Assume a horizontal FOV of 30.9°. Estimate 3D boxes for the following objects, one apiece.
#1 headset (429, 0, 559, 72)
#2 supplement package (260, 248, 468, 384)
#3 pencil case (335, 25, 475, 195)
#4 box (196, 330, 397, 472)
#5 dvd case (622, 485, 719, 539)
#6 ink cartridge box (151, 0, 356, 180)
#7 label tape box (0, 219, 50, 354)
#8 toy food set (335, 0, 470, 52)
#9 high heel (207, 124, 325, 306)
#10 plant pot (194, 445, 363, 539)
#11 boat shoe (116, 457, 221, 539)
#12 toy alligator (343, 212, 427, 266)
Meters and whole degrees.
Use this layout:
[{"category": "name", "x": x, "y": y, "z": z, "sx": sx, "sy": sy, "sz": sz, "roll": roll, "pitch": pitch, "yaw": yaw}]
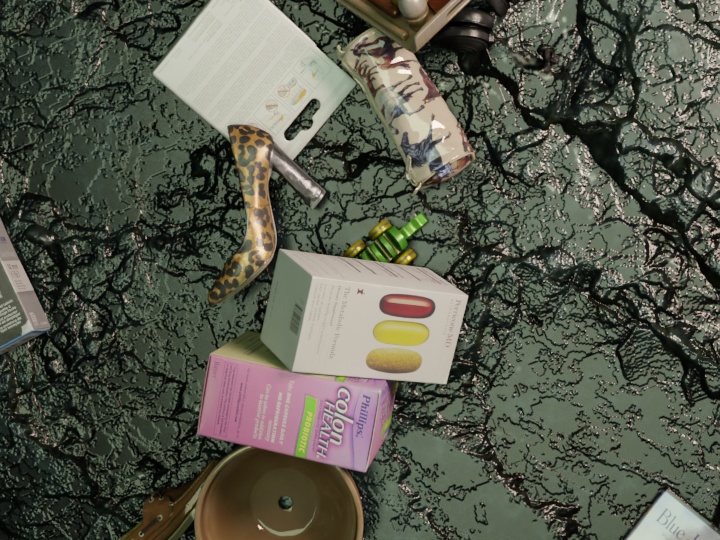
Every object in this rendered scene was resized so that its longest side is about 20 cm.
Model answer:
[{"category": "headset", "x": 0.147, "y": -0.303, "z": 1.537, "sx": 0.199, "sy": 0.094, "sz": 0.124, "roll": 36, "pitch": 96, "yaw": 22}, {"category": "supplement package", "x": 0.004, "y": 0.053, "z": 1.484, "sx": 0.198, "sy": 0.109, "sz": 0.115, "roll": 6, "pitch": 104, "yaw": -26}, {"category": "pencil case", "x": 0.051, "y": -0.193, "z": 1.536, "sx": 0.089, "sy": 0.078, "sz": 0.201, "roll": -30, "pitch": 87, "yaw": -27}, {"category": "box", "x": -0.067, "y": 0.148, "z": 1.514, "sx": 0.198, "sy": 0.176, "sz": 0.098, "roll": 11, "pitch": 97, "yaw": 7}, {"category": "dvd case", "x": 0.356, "y": 0.376, "z": 1.537, "sx": 0.142, "sy": 0.018, "sz": 0.201, "roll": 38, "pitch": 96, "yaw": 7}, {"category": "ink cartridge box", "x": -0.131, "y": -0.237, "z": 1.592, "sx": 0.200, "sy": 0.057, "sz": 0.163, "roll": 40, "pitch": 97, "yaw": -15}, {"category": "label tape box", "x": -0.499, "y": 0.016, "z": 1.635, "sx": 0.142, "sy": 0.066, "sz": 0.202, "roll": -26, "pitch": 89, "yaw": 8}, {"category": "toy food set", "x": 0.052, "y": -0.349, "z": 1.495, "sx": 0.143, "sy": 0.061, "sz": 0.200, "roll": -44, "pitch": 55, "yaw": -7}, {"category": "high heel", "x": -0.154, "y": -0.069, "z": 1.561, "sx": 0.142, "sy": 0.071, "sz": 0.200, "roll": 41, "pitch": 82, "yaw": -12}, {"category": "plant pot", "x": -0.093, "y": 0.291, "z": 1.560, "sx": 0.198, "sy": 0.093, "sz": 0.203, "roll": 0, "pitch": 96, "yaw": 3}, {"category": "boat shoe", "x": -0.238, "y": 0.300, "z": 1.598, "sx": 0.068, "sy": 0.072, "sz": 0.200, "roll": 40, "pitch": 96, "yaw": 6}, {"category": "toy alligator", "x": 0.000, "y": 0.000, "z": 1.563, "sx": 0.200, "sy": 0.054, "sz": 0.059, "roll": -40, "pitch": 85, "yaw": 8}]
